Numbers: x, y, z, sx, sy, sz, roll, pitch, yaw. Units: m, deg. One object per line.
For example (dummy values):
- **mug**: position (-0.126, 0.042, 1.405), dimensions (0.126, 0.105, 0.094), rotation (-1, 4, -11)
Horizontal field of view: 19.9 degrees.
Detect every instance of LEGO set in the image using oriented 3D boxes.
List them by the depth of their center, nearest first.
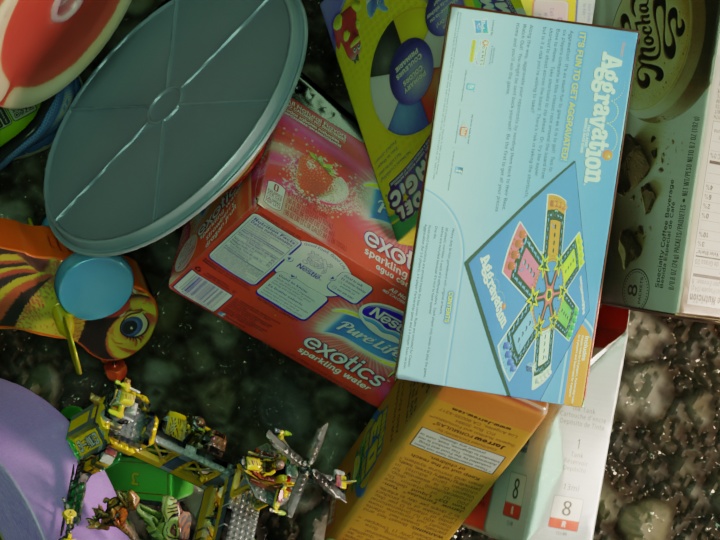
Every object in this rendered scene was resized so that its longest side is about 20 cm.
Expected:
- **LEGO set**: position (-0.092, 0.147, 1.098), dimensions (0.154, 0.116, 0.200), rotation (35, 51, -21)

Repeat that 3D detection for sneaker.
- **sneaker**: position (-0.263, -0.074, 1.251), dimensions (0.200, 0.089, 0.079), rotation (-36, 89, -4)

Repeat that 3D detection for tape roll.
- **tape roll**: position (-0.228, 0.166, 1.200), dimensions (0.200, 0.066, 0.201), rotation (12, 111, 34)

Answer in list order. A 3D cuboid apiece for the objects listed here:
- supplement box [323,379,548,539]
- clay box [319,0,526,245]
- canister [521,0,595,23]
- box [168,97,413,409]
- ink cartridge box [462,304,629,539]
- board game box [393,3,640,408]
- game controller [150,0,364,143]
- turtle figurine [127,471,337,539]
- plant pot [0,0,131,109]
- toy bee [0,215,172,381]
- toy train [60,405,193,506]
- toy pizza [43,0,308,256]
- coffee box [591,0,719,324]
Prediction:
- **supplement box**: position (0.043, 0.102, 1.194), dimensions (0.069, 0.200, 0.067), rotation (19, 47, -9)
- **clay box**: position (0.050, -0.103, 1.172), dimensions (0.048, 0.115, 0.200), rotation (8, 53, -39)
- **canister**: position (0.129, -0.135, 1.275), dimensions (0.199, 0.087, 0.149), rotation (4, 90, -1)
- **box**: position (0.000, 0.000, 1.213), dimensions (0.200, 0.100, 0.096), rotation (31, 44, -20)
- **ink cartridge box**: position (0.106, 0.062, 1.227), dimensions (0.050, 0.162, 0.201), rotation (8, 88, -15)
- **board game box**: position (0.083, -0.034, 1.084), dimensions (0.103, 0.019, 0.201), rotation (9, 92, 6)
- **game controller**: position (-0.067, -0.081, 1.285), dimensions (0.200, 0.042, 0.104), rotation (41, 87, 0)
- **turtle figurine**: position (-0.079, 0.199, 1.211), dimensions (0.194, 0.200, 0.144), rotation (44, 120, 21)
- **plant pot**: position (-0.233, -0.198, 1.183), dimensions (0.177, 0.200, 0.201), rotation (34, 87, 15)
- **toy bee**: position (-0.165, 0.022, 1.243), dimensions (0.199, 0.131, 0.109), rotation (13, 121, -5)
- **toy train**: position (-0.189, 0.110, 1.242), dimensions (0.199, 0.042, 0.057), rotation (2, 95, 23)
- **toy pizza**: position (-0.105, -0.088, 1.198), dimensions (0.200, 0.200, 0.032), rotation (-51, 127, -3)
- **coffee box**: position (0.179, -0.074, 1.100), dimensions (0.080, 0.113, 0.201), rotation (8, 92, -31)
